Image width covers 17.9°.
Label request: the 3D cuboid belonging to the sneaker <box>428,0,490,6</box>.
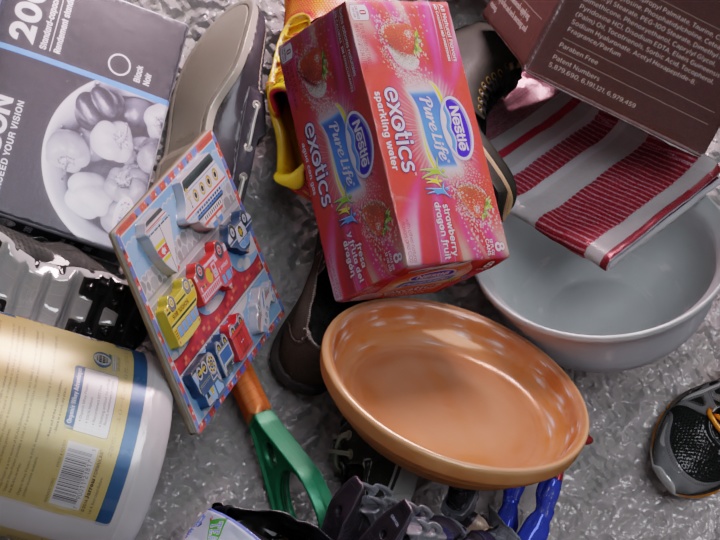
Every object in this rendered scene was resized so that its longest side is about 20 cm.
[{"bbox_3d":[0.148,-0.231,1.846,0.199,0.075,0.116,-24,78,-30],"label":"sneaker"}]

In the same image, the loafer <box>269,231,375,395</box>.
[{"bbox_3d":[0.000,0.000,1.707,0.073,0.071,0.201,26,64,-10],"label":"loafer"}]

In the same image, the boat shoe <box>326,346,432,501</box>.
[{"bbox_3d":[0.008,0.132,1.667,0.063,0.071,0.201,26,56,-11],"label":"boat shoe"}]

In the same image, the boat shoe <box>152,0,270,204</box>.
[{"bbox_3d":[-0.103,-0.108,1.720,0.063,0.072,0.202,33,60,-35],"label":"boat shoe"}]

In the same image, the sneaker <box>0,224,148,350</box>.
[{"bbox_3d":[-0.245,0.003,1.605,0.199,0.090,0.067,22,94,-15],"label":"sneaker"}]

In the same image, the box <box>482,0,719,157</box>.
[{"bbox_3d":[0.219,-0.225,1.730,0.163,0.166,0.201,24,105,-16],"label":"box"}]

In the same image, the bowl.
[{"bbox_3d":[0.183,0.012,1.742,0.199,0.091,0.202,-2,43,2],"label":"bowl"}]

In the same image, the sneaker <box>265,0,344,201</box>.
[{"bbox_3d":[-0.035,-0.151,1.723,0.077,0.073,0.202,24,53,-48],"label":"sneaker"}]

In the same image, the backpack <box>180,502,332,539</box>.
[{"bbox_3d":[-0.060,0.251,1.539,0.154,0.200,0.191,-42,86,-15],"label":"backpack"}]

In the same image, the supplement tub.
[{"bbox_3d":[-0.238,0.104,1.534,0.198,0.145,0.146,17,66,-15],"label":"supplement tub"}]

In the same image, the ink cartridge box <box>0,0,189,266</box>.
[{"bbox_3d":[-0.241,-0.123,1.676,0.198,0.043,0.200,17,66,-13],"label":"ink cartridge box"}]

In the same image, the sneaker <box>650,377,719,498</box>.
[{"bbox_3d":[0.306,0.106,1.784,0.199,0.077,0.079,-34,87,-26],"label":"sneaker"}]

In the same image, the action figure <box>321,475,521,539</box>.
[{"bbox_3d":[0.073,0.191,1.575,0.199,0.130,0.070,18,107,-41],"label":"action figure"}]

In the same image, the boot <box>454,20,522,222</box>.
[{"bbox_3d":[0.093,-0.125,1.756,0.137,0.078,0.200,-18,53,-30],"label":"boot"}]

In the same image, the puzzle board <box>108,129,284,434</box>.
[{"bbox_3d":[-0.107,0.003,1.591,0.200,0.017,0.152,-57,130,-62],"label":"puzzle board"}]

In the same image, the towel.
[{"bbox_3d":[0.161,-0.085,1.768,0.144,0.023,0.199,-36,51,-28],"label":"towel"}]

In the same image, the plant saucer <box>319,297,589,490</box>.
[{"bbox_3d":[0.063,0.091,1.612,0.198,0.038,0.201,15,30,-9],"label":"plant saucer"}]

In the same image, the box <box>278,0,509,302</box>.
[{"bbox_3d":[0.023,-0.087,1.649,0.099,0.095,0.202,-4,76,-38],"label":"box"}]

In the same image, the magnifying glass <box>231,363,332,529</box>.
[{"bbox_3d":[-0.063,0.124,1.643,0.022,0.080,0.201,-18,68,-26],"label":"magnifying glass"}]

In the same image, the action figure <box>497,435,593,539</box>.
[{"bbox_3d":[0.112,0.207,1.678,0.065,0.052,0.201,17,74,26],"label":"action figure"}]
